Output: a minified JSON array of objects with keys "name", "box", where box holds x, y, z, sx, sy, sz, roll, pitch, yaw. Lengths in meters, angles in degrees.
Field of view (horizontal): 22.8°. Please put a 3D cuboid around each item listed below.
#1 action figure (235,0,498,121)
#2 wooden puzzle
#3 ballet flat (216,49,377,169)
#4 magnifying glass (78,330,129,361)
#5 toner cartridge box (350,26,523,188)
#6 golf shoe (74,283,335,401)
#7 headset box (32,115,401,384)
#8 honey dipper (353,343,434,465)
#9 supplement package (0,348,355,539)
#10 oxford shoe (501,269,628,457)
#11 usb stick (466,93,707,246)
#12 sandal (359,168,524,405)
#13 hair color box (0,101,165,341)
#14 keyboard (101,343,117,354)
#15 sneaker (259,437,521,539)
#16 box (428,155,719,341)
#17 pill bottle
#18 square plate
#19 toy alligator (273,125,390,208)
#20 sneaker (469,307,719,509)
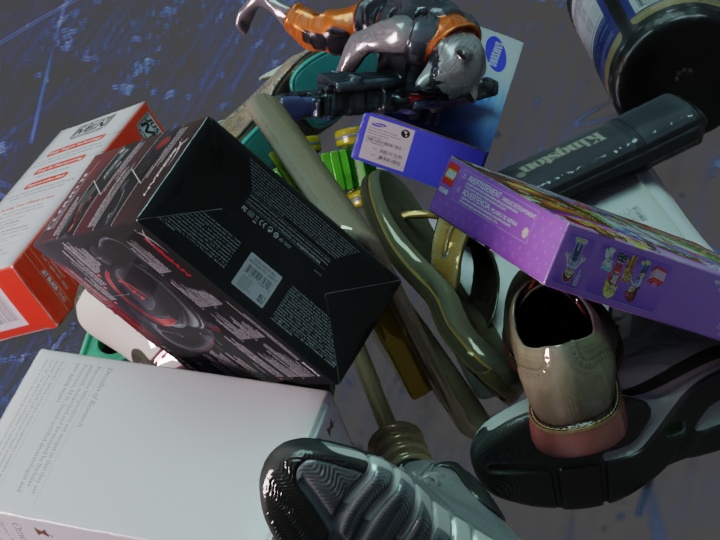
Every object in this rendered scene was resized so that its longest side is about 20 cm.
[{"name":"action figure","box":[0.003,-0.165,1.230,0.193,0.105,0.199,29,29,34]},{"name":"wooden puzzle","box":[0.000,0.000,1.126,0.037,0.200,0.185,-34,38,-1]},{"name":"ballet flat","box":[-0.068,-0.127,1.415,0.067,0.068,0.200,10,41,44]},{"name":"magnifying glass","box":[-0.175,0.057,1.226,0.079,0.022,0.200,28,63,24]},{"name":"toner cartridge box","box":[0.061,-0.130,1.340,0.094,0.043,0.200,20,32,1]},{"name":"golf shoe","box":[-0.114,0.065,1.157,0.199,0.077,0.088,23,63,22]},{"name":"headset box","box":[-0.092,-0.004,1.035,0.075,0.148,0.200,-57,20,-19]},{"name":"honey dipper","box":[0.008,0.079,1.154,0.038,0.038,0.200,-18,36,-5]},{"name":"supplement package","box":[-0.108,0.136,1.038,0.199,0.117,0.118,6,51,24]},{"name":"oxford shoe","box":[0.116,0.029,1.030,0.070,0.075,0.200,-14,23,1]},{"name":"usb stick","box":[0.151,-0.072,1.254,0.199,0.033,0.055,-25,40,-14]},{"name":"sandal","box":[0.063,0.002,1.150,0.054,0.080,0.200,-41,47,12]},{"name":"hair color box","box":[-0.223,-0.035,1.324,0.101,0.061,0.200,-13,32,38]},{"name":"keyboard","box":[-0.100,0.008,1.277,0.199,0.021,0.128,-14,53,-1]},{"name":"sneaker","box":[0.016,0.133,0.989,0.075,0.199,0.116,-50,27,11]},{"name":"box","box":[0.156,-0.006,1.043,0.199,0.039,0.137,17,11,-31]},{"name":"pill bottle","box":[0.222,-0.196,1.369,0.111,0.112,0.201,-14,38,0]},{"name":"square plate","box":[0.139,-0.010,1.229,0.197,0.029,0.200,-19,38,-6]},{"name":"toy alligator","box":[-0.046,-0.067,1.341,0.198,0.060,0.054,-12,-2,2]},{"name":"sneaker","box":[0.148,0.077,1.096,0.199,0.076,0.115,-14,28,-13]}]
